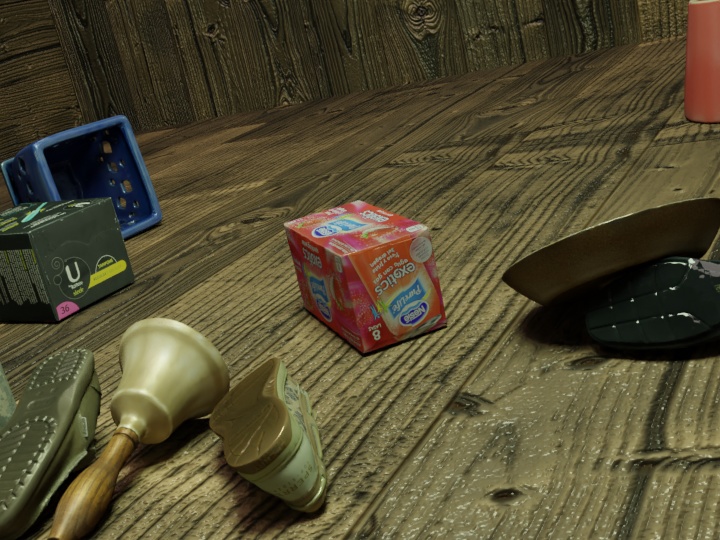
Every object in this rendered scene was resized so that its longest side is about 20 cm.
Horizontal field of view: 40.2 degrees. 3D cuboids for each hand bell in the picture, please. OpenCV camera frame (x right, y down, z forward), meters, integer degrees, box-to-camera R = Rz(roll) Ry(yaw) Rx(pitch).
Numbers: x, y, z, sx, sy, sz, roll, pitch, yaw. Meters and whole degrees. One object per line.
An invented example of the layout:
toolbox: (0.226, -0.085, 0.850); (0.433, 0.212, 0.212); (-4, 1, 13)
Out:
hand bell: (-0.186, 0.137, 0.763); (0.103, 0.105, 0.201); (-6, 30, 23)

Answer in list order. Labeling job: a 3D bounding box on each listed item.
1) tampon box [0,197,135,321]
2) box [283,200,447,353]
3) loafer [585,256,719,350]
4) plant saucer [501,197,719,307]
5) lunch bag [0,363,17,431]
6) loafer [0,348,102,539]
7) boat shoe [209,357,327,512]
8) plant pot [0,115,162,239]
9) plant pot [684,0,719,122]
tampon box: (-0.443, -0.015, 1.360); (0.198, 0.128, 0.150); (-1, 21, 35)
box: (0.000, 0.000, 0.997); (0.094, 0.101, 0.200); (-18, 17, -16)
loafer: (0.279, 0.027, 0.775); (0.198, 0.074, 0.072); (-14, -24, 24)
plant saucer: (0.221, -0.007, 0.847); (0.198, 0.036, 0.200); (-16, -13, -4)
lunch bag: (-0.392, 0.122, 0.794); (0.199, 0.166, 0.117); (-27, 18, -37)
loafer: (-0.250, 0.144, 0.791); (0.075, 0.068, 0.201); (-12, 32, 18)
boat shoe: (-0.067, 0.122, 0.741); (0.073, 0.063, 0.200); (-40, 14, 2)
plant pot: (-0.491, -0.138, 1.696); (0.178, 0.202, 0.199); (-6, 18, 43)
plant pot: (0.584, -0.337, 1.507); (0.198, 0.179, 0.201); (-13, 16, 4)
